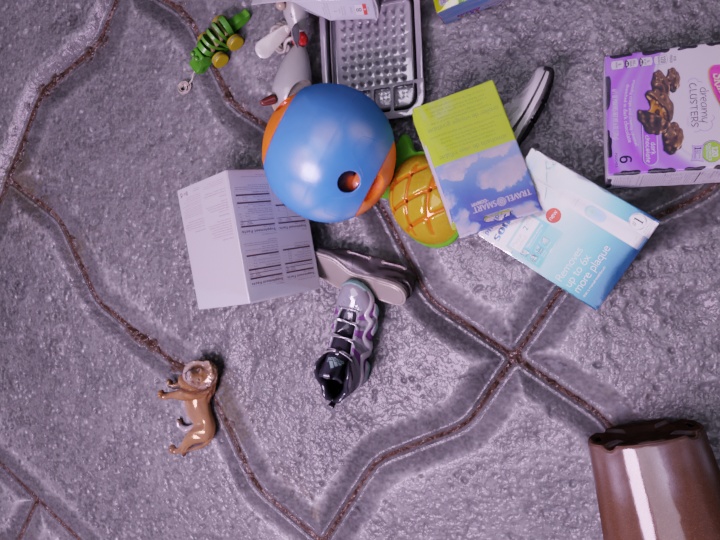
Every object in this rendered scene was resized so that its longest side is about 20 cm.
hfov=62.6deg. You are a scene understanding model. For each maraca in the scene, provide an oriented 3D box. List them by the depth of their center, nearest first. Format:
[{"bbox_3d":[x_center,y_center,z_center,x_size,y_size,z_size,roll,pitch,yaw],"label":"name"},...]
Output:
[{"bbox_3d":[0.091,-0.122,0.915,0.200,0.106,0.138,47,125,31],"label":"maraca"}]

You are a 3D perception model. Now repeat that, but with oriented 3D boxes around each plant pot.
[{"bbox_3d":[0.406,0.316,0.799,0.199,0.200,0.200,-16,81,21],"label":"plant pot"}]

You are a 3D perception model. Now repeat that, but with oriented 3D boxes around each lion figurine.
[{"bbox_3d":[-0.311,0.264,1.124,0.121,0.073,0.202,-6,107,13],"label":"lion figurine"}]

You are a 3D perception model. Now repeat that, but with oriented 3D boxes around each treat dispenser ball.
[{"bbox_3d":[-0.046,-0.173,0.879,0.199,0.201,0.203,2,96,20],"label":"treat dispenser ball"}]

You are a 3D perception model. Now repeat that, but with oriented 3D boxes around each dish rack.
[{"bbox_3d":[0.022,-0.340,0.951,0.170,0.043,0.202,-1,94,21],"label":"dish rack"}]

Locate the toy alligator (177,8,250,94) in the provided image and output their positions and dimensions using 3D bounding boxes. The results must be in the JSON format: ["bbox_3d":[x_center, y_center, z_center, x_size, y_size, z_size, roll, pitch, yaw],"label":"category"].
[{"bbox_3d":[-0.273,-0.389,1.049,0.200,0.054,0.059,-40,81,19],"label":"toy alligator"}]

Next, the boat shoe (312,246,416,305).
[{"bbox_3d":[0.000,0.000,0.991,0.199,0.057,0.067,21,138,21],"label":"boat shoe"}]

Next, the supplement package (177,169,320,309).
[{"bbox_3d":[-0.182,-0.051,0.973,0.151,0.150,0.202,-9,92,44],"label":"supplement package"}]

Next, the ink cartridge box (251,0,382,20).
[{"bbox_3d":[-0.055,-0.461,0.924,0.198,0.050,0.163,3,66,19],"label":"ink cartridge box"}]

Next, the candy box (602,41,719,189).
[{"bbox_3d":[0.427,-0.202,0.779,0.198,0.071,0.169,-1,81,20],"label":"candy box"}]

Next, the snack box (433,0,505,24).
[{"bbox_3d":[0.172,-0.496,0.868,0.167,0.068,0.202,-13,91,21],"label":"snack box"}]

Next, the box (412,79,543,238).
[{"bbox_3d":[0.159,-0.149,0.819,0.121,0.048,0.201,-19,76,5],"label":"box"}]

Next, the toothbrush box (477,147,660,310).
[{"bbox_3d":[0.294,-0.062,0.853,0.199,0.085,0.147,36,105,15],"label":"toothbrush box"}]

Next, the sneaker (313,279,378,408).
[{"bbox_3d":[-0.028,0.125,0.941,0.077,0.140,0.202,7,110,21],"label":"sneaker"}]

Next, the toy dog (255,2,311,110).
[{"bbox_3d":[-0.125,-0.335,0.952,0.131,0.096,0.202,-18,86,50],"label":"toy dog"}]

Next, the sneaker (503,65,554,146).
[{"bbox_3d":[0.194,-0.225,0.879,0.115,0.076,0.201,33,107,13],"label":"sneaker"}]
